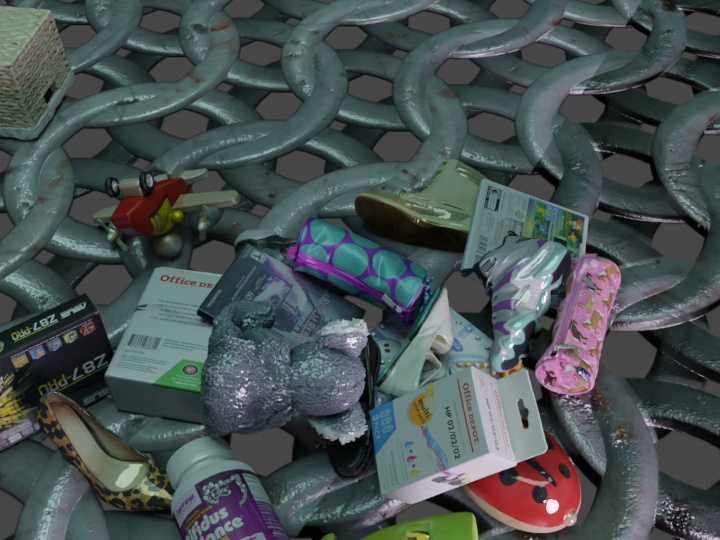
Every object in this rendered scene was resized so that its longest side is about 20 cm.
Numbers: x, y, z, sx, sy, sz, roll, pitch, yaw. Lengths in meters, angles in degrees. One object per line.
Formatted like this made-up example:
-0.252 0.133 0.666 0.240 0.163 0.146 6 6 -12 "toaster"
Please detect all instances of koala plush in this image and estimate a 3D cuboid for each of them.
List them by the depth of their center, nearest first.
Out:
-0.086 0.135 1.134 0.199 0.178 0.184 4 3 1 "koala plush"

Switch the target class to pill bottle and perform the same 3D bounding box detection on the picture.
-0.156 0.297 1.078 0.112 0.112 0.200 -23 51 -18 "pill bottle"

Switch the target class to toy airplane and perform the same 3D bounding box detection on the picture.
-0.308 -0.093 1.441 0.199 0.142 0.200 -16 12 -25 "toy airplane"

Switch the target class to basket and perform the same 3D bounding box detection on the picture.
-0.659 -0.365 1.667 0.199 0.161 0.198 7 48 6 "basket"

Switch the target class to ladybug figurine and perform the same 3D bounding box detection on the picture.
0.192 0.240 1.144 0.136 0.072 0.200 -36 56 -27 "ladybug figurine"

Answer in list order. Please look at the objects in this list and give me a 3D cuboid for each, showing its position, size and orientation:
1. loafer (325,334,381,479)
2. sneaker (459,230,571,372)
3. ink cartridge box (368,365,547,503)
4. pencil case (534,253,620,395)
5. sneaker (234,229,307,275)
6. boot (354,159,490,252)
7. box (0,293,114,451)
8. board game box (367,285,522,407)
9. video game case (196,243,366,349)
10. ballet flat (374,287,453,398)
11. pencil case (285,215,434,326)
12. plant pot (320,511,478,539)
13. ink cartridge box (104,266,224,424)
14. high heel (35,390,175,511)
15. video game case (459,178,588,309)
-0.013 0.169 1.201 0.072 0.063 0.200 -1 59 13 "loafer"
0.192 0.036 1.280 0.140 0.078 0.200 22 72 31 "sneaker"
0.114 0.194 1.111 0.200 0.068 0.115 -28 53 27 "ink cartridge box"
0.303 0.072 1.269 0.083 0.087 0.200 24 58 2 "pencil case"
-0.101 -0.001 1.376 0.199 0.076 0.114 2 49 11 "sneaker"
0.103 -0.119 1.473 0.200 0.072 0.155 17 51 8 "boot"
-0.424 0.136 1.201 0.200 0.161 0.049 -27 51 -22 "box"
0.091 0.127 1.282 0.200 0.026 0.200 -34 55 -26 "board game box"
-0.107 0.058 1.278 0.200 0.019 0.143 29 48 2 "video game case"
0.087 0.106 1.245 0.069 0.070 0.200 19 46 19 "ballet flat"
0.000 0.000 1.297 0.200 0.085 0.092 26 33 7 "pencil case"
0.038 0.382 0.944 0.181 0.200 0.199 -5 48 8 "plant pot"
-0.246 0.101 1.277 0.146 0.084 0.200 9 48 8 "ink cartridge box"
-0.312 0.224 1.129 0.200 0.143 0.071 21 52 20 "high heel"
0.254 -0.040 1.400 0.182 0.022 0.200 19 49 -2 "video game case"
